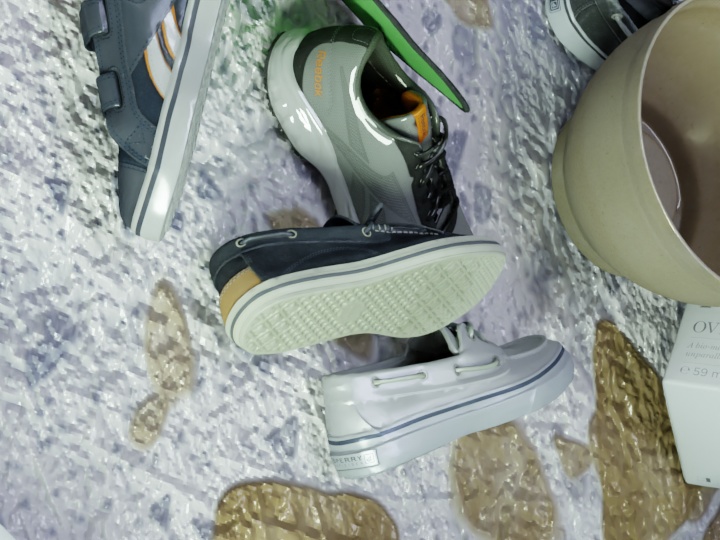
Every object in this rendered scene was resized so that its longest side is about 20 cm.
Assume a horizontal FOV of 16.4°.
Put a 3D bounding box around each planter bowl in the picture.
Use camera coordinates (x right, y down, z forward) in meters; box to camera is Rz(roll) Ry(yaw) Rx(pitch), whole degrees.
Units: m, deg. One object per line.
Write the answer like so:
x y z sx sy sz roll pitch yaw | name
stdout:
0.209 -0.066 1.607 0.199 0.134 0.202 10 73 -35 | planter bowl

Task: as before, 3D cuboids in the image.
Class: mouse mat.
-0.022 -0.176 1.383 0.008 0.161 0.200 -42 123 -1 | mouse mat

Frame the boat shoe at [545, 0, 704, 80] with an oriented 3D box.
0.210 -0.154 1.694 0.199 0.068 0.074 34 57 -40 | boat shoe

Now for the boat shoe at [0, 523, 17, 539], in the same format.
-0.167 0.180 1.187 0.200 0.073 0.066 44 55 -21 | boat shoe

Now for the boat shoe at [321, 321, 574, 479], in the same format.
0.055 0.060 1.460 0.199 0.073 0.067 -23 101 -49 | boat shoe

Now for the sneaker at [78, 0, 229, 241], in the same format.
-0.113 -0.119 1.307 0.079 0.078 0.202 12 81 -2 | sneaker

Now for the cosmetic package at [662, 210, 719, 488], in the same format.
0.327 0.042 1.667 0.123 0.198 0.201 70 34 -47 | cosmetic package

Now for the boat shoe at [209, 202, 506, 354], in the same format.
0.000 0.000 1.398 0.199 0.075 0.062 -8 50 -37 | boat shoe

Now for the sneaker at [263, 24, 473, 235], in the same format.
0.022 -0.058 1.446 0.201 0.079 0.074 56 44 -27 | sneaker
